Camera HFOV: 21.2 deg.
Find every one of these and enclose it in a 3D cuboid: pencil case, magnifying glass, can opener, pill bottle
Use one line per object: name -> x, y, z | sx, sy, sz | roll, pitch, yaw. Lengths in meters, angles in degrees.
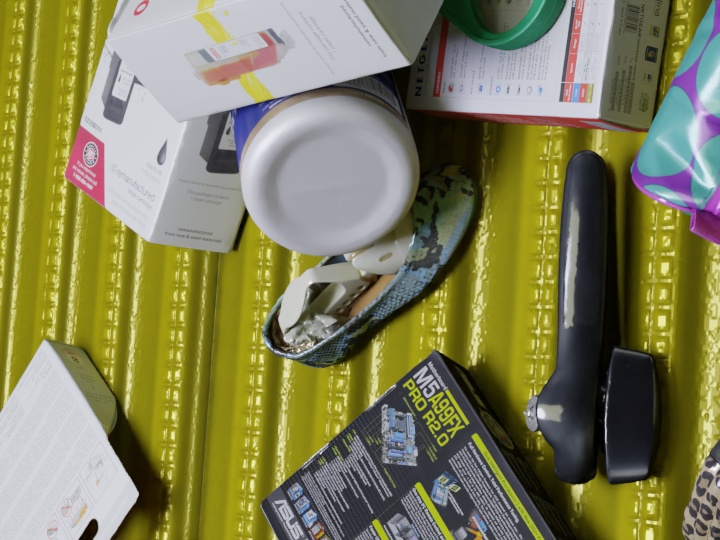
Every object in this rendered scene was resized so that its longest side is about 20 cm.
pencil case -> 0.223, -0.119, 1.034 | 0.093, 0.084, 0.201 | -102, 34, -65
magnifying glass -> 0.056, -0.182, 1.221 | 0.199, 0.022, 0.080 | 10, 91, 49
can opener -> 0.135, 0.029, 1.150 | 0.063, 0.078, 0.202 | 96, 174, -76
pill bottle -> -0.030, -0.109, 1.281 | 0.116, 0.115, 0.201 | -58, 24, 27

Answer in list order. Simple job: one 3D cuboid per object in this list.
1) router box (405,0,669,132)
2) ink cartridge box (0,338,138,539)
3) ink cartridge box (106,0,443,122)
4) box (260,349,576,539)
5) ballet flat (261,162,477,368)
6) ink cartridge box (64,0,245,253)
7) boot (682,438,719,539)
router box -> 0.115, -0.193, 1.203 | 0.179, 0.049, 0.202 | 10, 92, 51
ink cartridge box -> -0.244, 0.180, 1.567 | 0.163, 0.057, 0.200 | -56, 49, 17
ink cartridge box -> -0.041, -0.184, 1.196 | 0.199, 0.084, 0.146 | -9, 43, 39
box -> 0.043, 0.175, 1.197 | 0.160, 0.044, 0.200 | -42, 52, 11
ballet flat -> 0.000, 0.000, 1.298 | 0.200, 0.074, 0.075 | -50, 50, 33
ink cartridge box -> -0.135, -0.136, 1.469 | 0.145, 0.083, 0.201 | 34, 110, 47
boot -> 0.253, 0.118, 0.976 | 0.151, 0.073, 0.201 | 50, 127, 42
